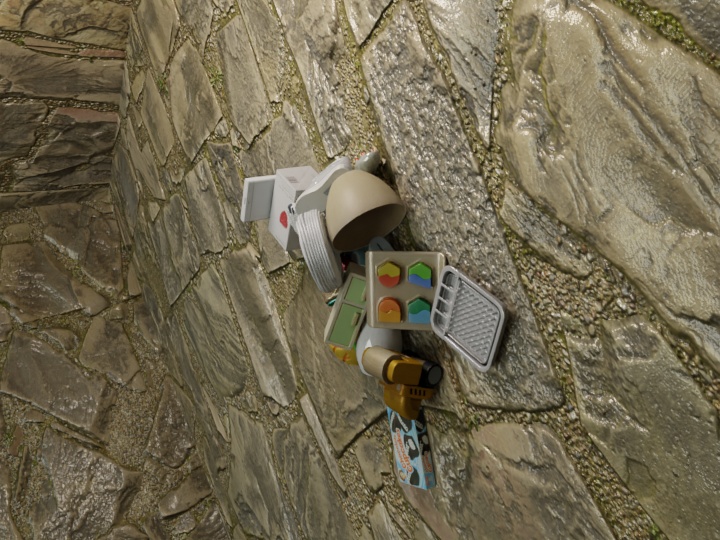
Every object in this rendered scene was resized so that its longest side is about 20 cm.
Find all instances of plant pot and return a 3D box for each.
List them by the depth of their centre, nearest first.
[{"bbox_3d":[-0.006,-0.157,1.581,0.137,0.197,0.201,63,144,18],"label":"plant pot"}]

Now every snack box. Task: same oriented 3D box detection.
[{"bbox_3d":[0.130,0.451,1.708,0.115,0.036,0.206,-9,92,57],"label":"snack box"}]

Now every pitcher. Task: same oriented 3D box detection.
[{"bbox_3d":[0.039,0.155,1.694,0.170,0.118,0.206,19,106,59],"label":"pitcher"}]

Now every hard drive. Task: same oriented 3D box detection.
[{"bbox_3d":[-0.252,-0.216,1.940,0.027,0.196,0.135,43,133,39],"label":"hard drive"}]

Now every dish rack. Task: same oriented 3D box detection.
[{"bbox_3d":[0.239,0.100,1.434,0.200,0.043,0.176,41,131,43],"label":"dish rack"}]

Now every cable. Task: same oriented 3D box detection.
[{"bbox_3d":[-0.095,-0.045,1.602,0.203,0.068,0.202,-104,-6,-46],"label":"cable"}]

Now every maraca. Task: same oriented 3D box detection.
[{"bbox_3d":[-0.018,0.207,1.790,0.202,0.106,0.137,53,174,-9],"label":"maraca"}]

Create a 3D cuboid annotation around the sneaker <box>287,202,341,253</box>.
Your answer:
[{"bbox_3d":[-0.095,-0.132,1.781,0.197,0.129,0.081,35,142,23],"label":"sneaker"}]

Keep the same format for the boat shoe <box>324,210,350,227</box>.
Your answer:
[{"bbox_3d":[-0.068,-0.178,1.729,0.061,0.070,0.204,98,150,-55],"label":"boat shoe"}]

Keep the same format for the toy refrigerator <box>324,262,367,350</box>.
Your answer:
[{"bbox_3d":[-0.025,0.092,1.644,0.070,0.074,0.204,-93,23,-67],"label":"toy refrigerator"}]

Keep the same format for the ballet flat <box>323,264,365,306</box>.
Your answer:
[{"bbox_3d":[-0.018,0.024,1.707,0.197,0.070,0.067,-26,72,17],"label":"ballet flat"}]

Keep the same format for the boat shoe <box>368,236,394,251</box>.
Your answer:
[{"bbox_3d":[0.091,0.006,1.620,0.203,0.072,0.067,60,176,15],"label":"boat shoe"}]

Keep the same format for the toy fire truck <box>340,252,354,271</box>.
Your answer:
[{"bbox_3d":[-0.079,0.012,1.806,0.199,0.048,0.144,37,122,27],"label":"toy fire truck"}]

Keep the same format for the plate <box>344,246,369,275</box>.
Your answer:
[{"bbox_3d":[0.000,0.000,1.781,0.199,0.025,0.206,24,120,52],"label":"plate"}]

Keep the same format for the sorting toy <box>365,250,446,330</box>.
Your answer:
[{"bbox_3d":[0.103,0.050,1.542,0.194,0.036,0.191,3,105,17],"label":"sorting toy"}]

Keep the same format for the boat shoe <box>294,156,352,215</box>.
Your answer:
[{"bbox_3d":[-0.093,-0.215,1.676,0.200,0.071,0.069,-44,26,35],"label":"boat shoe"}]

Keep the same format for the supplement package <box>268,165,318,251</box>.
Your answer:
[{"bbox_3d":[-0.181,-0.180,1.915,0.121,0.118,0.204,45,135,38],"label":"supplement package"}]

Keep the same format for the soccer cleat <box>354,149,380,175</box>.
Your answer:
[{"bbox_3d":[0.010,-0.231,1.667,0.079,0.068,0.200,64,151,12],"label":"soccer cleat"}]

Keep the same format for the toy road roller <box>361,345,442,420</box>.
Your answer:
[{"bbox_3d":[0.091,0.270,1.572,0.122,0.197,0.150,17,91,52],"label":"toy road roller"}]
